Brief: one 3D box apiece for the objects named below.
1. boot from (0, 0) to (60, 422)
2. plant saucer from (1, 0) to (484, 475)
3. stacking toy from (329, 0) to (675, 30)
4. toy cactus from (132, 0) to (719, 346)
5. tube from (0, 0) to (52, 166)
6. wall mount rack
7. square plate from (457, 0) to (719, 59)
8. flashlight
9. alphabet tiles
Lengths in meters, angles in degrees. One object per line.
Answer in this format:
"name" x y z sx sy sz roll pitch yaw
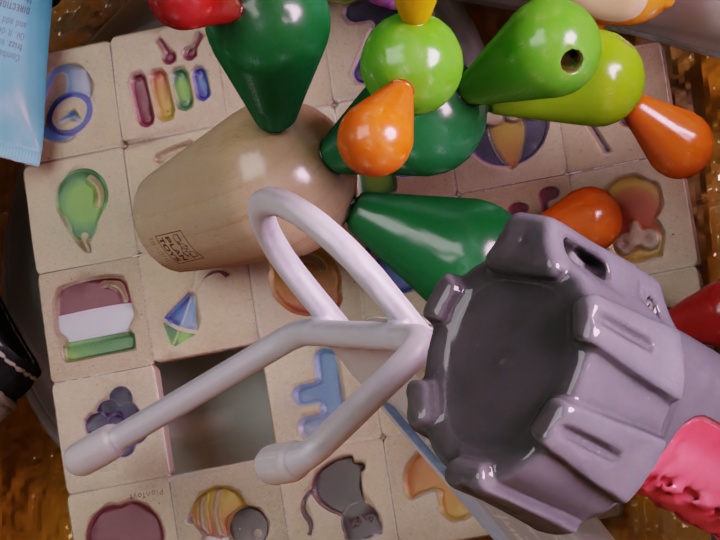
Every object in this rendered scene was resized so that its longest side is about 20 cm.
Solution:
"boot" -0.121 -0.071 0.926 0.153 0.073 0.204 -35 72 1
"plant saucer" -0.050 -0.026 0.939 0.199 0.050 0.201 -15 64 32
"stacking toy" 0.001 -0.114 0.835 0.199 0.110 0.117 25 108 20
"toy cactus" 0.003 -0.027 0.803 0.165 0.200 0.103 -20 43 41
"tube" -0.117 -0.137 0.886 0.050 0.077 0.201 152 129 -68
"wall mount rack" 0.006 0.074 0.788 0.075 0.200 0.174 -43 13 -16
"square plate" 0.068 -0.165 0.835 0.197 0.028 0.201 17 111 37
"flashlight" 0.084 0.055 0.710 0.068 0.200 0.068 -41 54 18
"alphabet tiles" 0.000 0.000 0.862 0.199 0.008 0.168 -10 82 12
